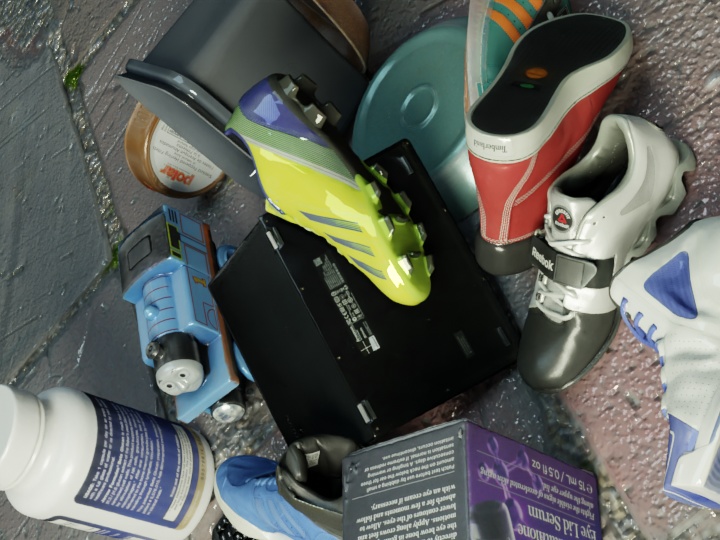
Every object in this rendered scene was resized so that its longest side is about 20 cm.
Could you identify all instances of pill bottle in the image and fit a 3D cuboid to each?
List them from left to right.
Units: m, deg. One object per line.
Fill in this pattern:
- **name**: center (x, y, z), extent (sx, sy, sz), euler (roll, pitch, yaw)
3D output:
- **pill bottle**: center (-0.232, 0.163, 1.059), extent (0.111, 0.200, 0.111), euler (-23, 55, 37)

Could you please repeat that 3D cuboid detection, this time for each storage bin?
- **storage bin**: center (-0.097, -0.163, 1.106), extent (0.145, 0.200, 0.135), euler (23, 76, 49)

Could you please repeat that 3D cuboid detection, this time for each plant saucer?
- **plant saucer**: center (-0.061, -0.254, 1.104), extent (0.035, 0.200, 0.200), euler (-48, 42, -3)
- **plant saucer**: center (0.058, -0.129, 1.035), extent (0.200, 0.036, 0.201), euler (-23, 55, 37)

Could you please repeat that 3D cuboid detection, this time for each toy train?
- **toy train**: center (-0.149, 0.041, 1.101), extent (0.087, 0.114, 0.200), euler (-38, 47, 27)

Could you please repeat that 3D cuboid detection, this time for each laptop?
- **laptop**: center (-0.004, 0.036, 0.965), extent (0.200, 0.116, 0.188), euler (-29, 80, 0)

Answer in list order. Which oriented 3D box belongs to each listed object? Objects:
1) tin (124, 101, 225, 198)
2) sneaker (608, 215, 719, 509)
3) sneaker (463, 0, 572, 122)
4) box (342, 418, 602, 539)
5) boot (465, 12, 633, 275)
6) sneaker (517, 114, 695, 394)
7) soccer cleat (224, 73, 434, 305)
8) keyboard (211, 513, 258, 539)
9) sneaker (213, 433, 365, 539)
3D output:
- **tin**: center (-0.155, -0.165, 1.215), extent (0.042, 0.112, 0.200), euler (26, 90, 49)
- **sneaker**: center (0.208, 0.048, 0.764), extent (0.115, 0.080, 0.200), euler (-3, 61, 49)
- **sneaker**: center (0.122, -0.185, 0.953), extent (0.080, 0.071, 0.201), euler (6, 65, 5)
- **box**: center (0.072, 0.212, 0.760), extent (0.104, 0.148, 0.201), euler (-23, 56, 36)
- **boot**: center (0.137, -0.090, 0.907), extent (0.072, 0.145, 0.200), euler (19, 46, 28)
- **sneaker**: center (0.146, -0.016, 0.847), extent (0.074, 0.088, 0.200), euler (26, 91, 48)
- **soccer cleat**: center (-0.023, -0.050, 0.900), extent (0.084, 0.065, 0.200), euler (-39, 81, 22)
- **keyboard**: center (-0.070, 0.248, 0.972), extent (0.104, 0.040, 0.200), euler (-49, 44, 17)
- **sneaker**: center (-0.043, 0.157, 0.927), extent (0.200, 0.077, 0.112), euler (29, 131, 46)
